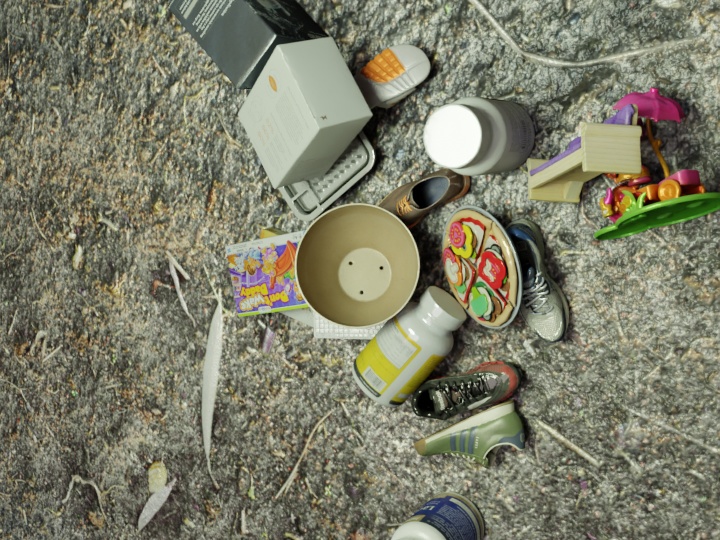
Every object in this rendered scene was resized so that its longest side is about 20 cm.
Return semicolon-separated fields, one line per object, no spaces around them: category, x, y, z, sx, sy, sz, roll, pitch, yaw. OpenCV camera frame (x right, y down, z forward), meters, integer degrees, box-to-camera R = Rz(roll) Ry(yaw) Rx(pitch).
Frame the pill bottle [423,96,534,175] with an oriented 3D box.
pill bottle;0.174;-0.198;1.211;0.114;0.200;0.115;5;100;29

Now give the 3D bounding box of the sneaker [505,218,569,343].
sneaker;0.260;0.021;1.262;0.077;0.085;0.201;-22;88;24

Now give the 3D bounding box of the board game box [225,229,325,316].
board game box;-0.142;0.004;1.475;0.199;0.045;0.135;-10;93;30

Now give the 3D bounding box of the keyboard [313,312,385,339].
keyboard;0.012;0.093;1.441;0.199;0.011;0.057;0;102;16

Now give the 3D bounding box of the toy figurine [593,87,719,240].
toy figurine;0.397;-0.158;1.154;0.200;0.150;0.185;-26;70;55

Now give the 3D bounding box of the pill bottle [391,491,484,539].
pill bottle;0.118;0.457;1.356;0.115;0.200;0.116;5;101;29

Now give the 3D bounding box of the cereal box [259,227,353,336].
cereal box;-0.107;0.018;1.507;0.199;0.039;0.144;21;108;26

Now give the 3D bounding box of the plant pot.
plant pot;0.000;0.000;1.361;0.199;0.134;0.201;-1;83;5

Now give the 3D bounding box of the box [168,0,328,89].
box;-0.177;-0.409;1.384;0.200;0.197;0.117;50;117;13

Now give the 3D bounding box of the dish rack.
dish rack;-0.070;-0.203;1.446;0.200;0.043;0.172;-38;78;30

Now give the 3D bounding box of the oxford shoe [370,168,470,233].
oxford shoe;0.082;-0.116;1.354;0.200;0.073;0.071;-31;83;31

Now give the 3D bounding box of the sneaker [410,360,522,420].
sneaker;0.167;0.202;1.345;0.200;0.098;0.071;-20;86;30

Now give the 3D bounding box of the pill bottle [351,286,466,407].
pill bottle;0.083;0.125;1.361;0.112;0.112;0.200;46;113;16

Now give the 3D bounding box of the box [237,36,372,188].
box;-0.094;-0.251;1.322;0.200;0.106;0.153;-40;73;55

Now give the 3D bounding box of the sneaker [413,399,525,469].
sneaker;0.186;0.293;1.365;0.200;0.067;0.090;-30;78;28

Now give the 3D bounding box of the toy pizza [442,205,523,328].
toy pizza;0.181;-0.003;1.283;0.200;0.032;0.201;41;140;47

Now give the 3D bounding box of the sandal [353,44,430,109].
sandal;0.026;-0.303;1.360;0.206;0.059;0.079;-26;79;22

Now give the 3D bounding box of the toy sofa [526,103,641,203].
toy sofa;0.306;-0.161;1.141;0.082;0.200;0.098;2;83;-10
